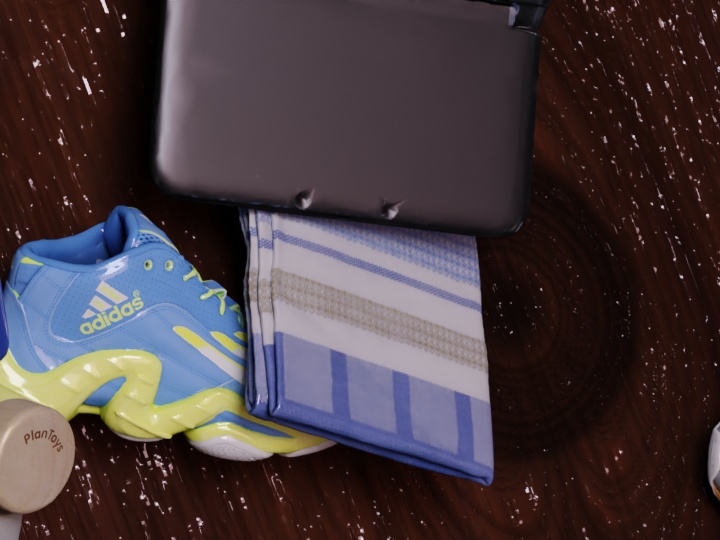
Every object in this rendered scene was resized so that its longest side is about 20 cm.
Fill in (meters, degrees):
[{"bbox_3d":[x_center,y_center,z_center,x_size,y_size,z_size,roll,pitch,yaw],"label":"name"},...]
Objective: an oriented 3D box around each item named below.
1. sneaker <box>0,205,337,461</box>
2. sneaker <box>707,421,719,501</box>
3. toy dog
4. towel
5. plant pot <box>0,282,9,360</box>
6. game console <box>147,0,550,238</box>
[{"bbox_3d":[-0.082,0.028,1.271,0.200,0.076,0.105,4,112,-24],"label":"sneaker"},{"bbox_3d":[0.278,0.111,1.449,0.200,0.077,0.078,11,81,-22],"label":"sneaker"},{"bbox_3d":[-0.195,0.132,1.194,0.096,0.132,0.200,-2,84,-44],"label":"toy dog"},{"bbox_3d":[0.000,0.000,1.310,0.147,0.024,0.200,18,53,-34],"label":"towel"},{"bbox_3d":[-0.282,-0.030,1.079,0.180,0.200,0.200,-33,125,-44],"label":"plant pot"},{"bbox_3d":[-0.019,-0.116,1.326,0.200,0.176,0.116,7,118,-25],"label":"game console"}]
